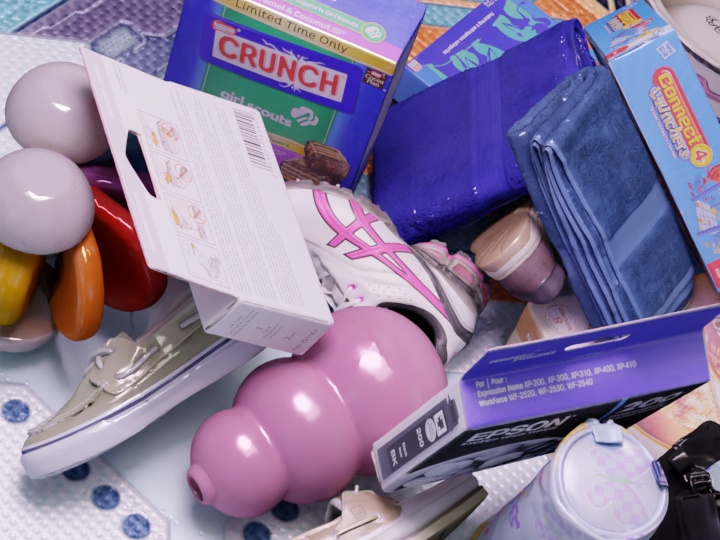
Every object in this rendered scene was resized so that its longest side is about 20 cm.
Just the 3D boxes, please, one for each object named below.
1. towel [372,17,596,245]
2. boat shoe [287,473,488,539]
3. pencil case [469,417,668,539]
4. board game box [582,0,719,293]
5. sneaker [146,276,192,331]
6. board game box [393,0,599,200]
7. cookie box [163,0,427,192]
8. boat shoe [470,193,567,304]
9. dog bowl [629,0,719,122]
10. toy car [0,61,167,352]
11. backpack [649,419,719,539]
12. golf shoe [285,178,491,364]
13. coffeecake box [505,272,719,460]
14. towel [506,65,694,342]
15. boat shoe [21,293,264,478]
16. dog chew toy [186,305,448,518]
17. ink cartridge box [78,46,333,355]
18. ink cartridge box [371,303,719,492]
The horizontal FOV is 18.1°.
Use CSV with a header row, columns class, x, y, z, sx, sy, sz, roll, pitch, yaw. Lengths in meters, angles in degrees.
class,x,y,z,sx,sy,sz,roll,pitch,yaw
towel,0.101,-0.101,1.785,0.050,0.199,0.149,43,35,-39
boat shoe,0.003,0.186,1.596,0.199,0.075,0.069,-29,72,-31
pencil case,0.138,0.178,1.565,0.083,0.200,0.091,-10,67,-23
board game box,0.249,-0.102,1.765,0.056,0.196,0.201,-26,102,6
sneaker,-0.128,0.001,1.707,0.099,0.075,0.201,-1,59,36
board game box,0.149,-0.135,1.896,0.200,0.045,0.152,40,53,12
cookie box,-0.060,-0.150,1.745,0.170,0.201,0.075,23,51,1
boat shoe,0.130,-0.014,1.747,0.065,0.072,0.200,50,9,-5
dog bowl,0.311,-0.189,1.942,0.199,0.074,0.201,18,38,-15
toy car,-0.201,-0.037,1.635,0.149,0.175,0.201,15,51,-6
backpack,0.273,0.218,1.609,0.126,0.167,0.200,-31,74,-38
golf shoe,0.000,0.000,1.734,0.199,0.073,0.092,27,53,4
coffeecake box,0.232,0.090,1.738,0.198,0.073,0.154,-9,59,-22
towel,0.186,-0.043,1.669,0.112,0.048,0.201,-45,118,-35
boat shoe,-0.160,0.075,1.600,0.199,0.072,0.062,-33,97,-17
dog chew toy,-0.035,0.109,1.619,0.199,0.125,0.125,-29,67,-23
ink cartridge box,-0.118,-0.048,1.575,0.175,0.045,0.201,17,41,-43
ink cartridge box,0.132,0.087,1.532,0.197,0.200,0.044,-10,72,-26
